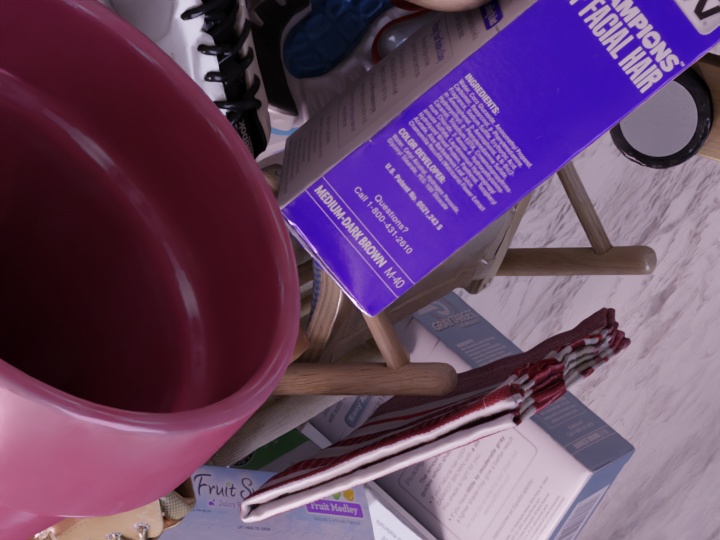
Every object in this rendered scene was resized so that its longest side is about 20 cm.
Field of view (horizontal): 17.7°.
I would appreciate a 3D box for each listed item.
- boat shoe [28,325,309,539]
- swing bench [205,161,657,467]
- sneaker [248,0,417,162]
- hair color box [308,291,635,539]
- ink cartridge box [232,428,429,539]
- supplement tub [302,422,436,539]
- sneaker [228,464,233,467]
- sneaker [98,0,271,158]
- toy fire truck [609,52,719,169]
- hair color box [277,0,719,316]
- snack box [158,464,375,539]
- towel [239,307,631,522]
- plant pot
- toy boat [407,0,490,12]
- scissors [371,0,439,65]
[{"bbox_3d":[-0.099,0.075,0.903,0.200,0.074,0.076,-48,179,16],"label":"boat shoe"},{"bbox_3d":[0.000,0.000,1.135,0.199,0.131,0.198,-24,-177,40],"label":"swing bench"},{"bbox_3d":[-0.002,-0.110,1.064,0.200,0.075,0.087,-35,173,-37],"label":"sneaker"},{"bbox_3d":[0.045,0.079,1.300,0.060,0.200,0.099,-18,144,-56],"label":"hair color box"},{"bbox_3d":[-0.068,0.194,1.308,0.200,0.145,0.087,-50,125,-6],"label":"ink cartridge box"},{"bbox_3d":[0.031,0.157,1.512,0.141,0.140,0.200,-50,162,0],"label":"supplement tub"},{"bbox_3d":[-0.141,0.138,1.221,0.087,0.076,0.201,-11,135,-40],"label":"sneaker"},{"bbox_3d":[-0.063,-0.087,0.907,0.074,0.080,0.201,-33,145,-36],"label":"sneaker"},{"bbox_3d":[0.166,-0.149,1.035,0.129,0.175,0.202,-39,144,-73],"label":"toy fire truck"},{"bbox_3d":[0.061,-0.078,0.917,0.200,0.065,0.109,-40,-166,12],"label":"hair color box"},{"bbox_3d":[-0.114,0.161,1.109,0.168,0.068,0.199,12,145,-44],"label":"snack box"},{"bbox_3d":[0.038,0.065,1.074,0.143,0.023,0.200,-23,180,21],"label":"towel"},{"bbox_3d":[-0.149,0.019,0.792,0.179,0.201,0.200,-42,168,32],"label":"plant pot"},{"bbox_3d":[0.027,-0.194,0.865,0.131,0.130,0.200,-52,164,-22],"label":"toy boat"},{"bbox_3d":[0.090,-0.138,0.970,0.199,0.074,0.014,-20,142,25],"label":"scissors"}]
